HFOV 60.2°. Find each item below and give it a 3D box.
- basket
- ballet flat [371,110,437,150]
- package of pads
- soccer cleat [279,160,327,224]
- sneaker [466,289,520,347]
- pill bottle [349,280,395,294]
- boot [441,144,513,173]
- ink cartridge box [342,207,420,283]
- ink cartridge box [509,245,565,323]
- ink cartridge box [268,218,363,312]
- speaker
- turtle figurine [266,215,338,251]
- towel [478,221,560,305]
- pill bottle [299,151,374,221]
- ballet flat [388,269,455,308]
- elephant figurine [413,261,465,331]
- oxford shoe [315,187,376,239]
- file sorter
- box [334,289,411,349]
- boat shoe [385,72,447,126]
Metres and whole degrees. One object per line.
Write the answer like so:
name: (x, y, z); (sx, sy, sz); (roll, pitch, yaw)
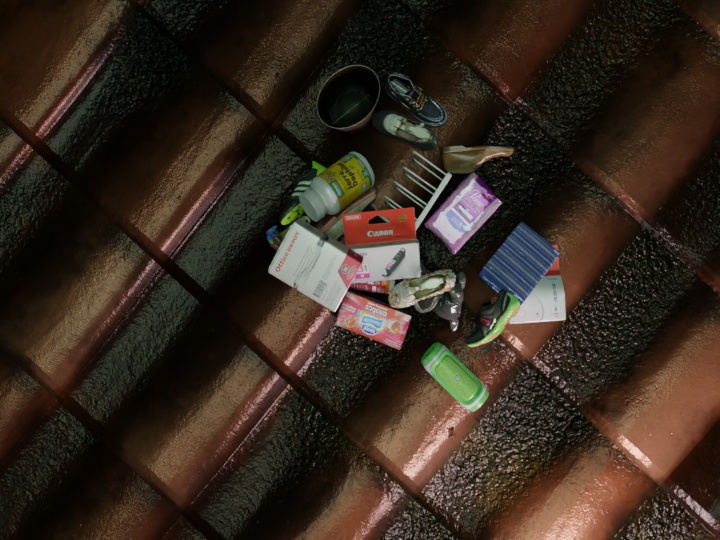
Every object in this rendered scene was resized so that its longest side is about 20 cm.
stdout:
basket: (-0.026, -0.440, 1.652); (0.179, 0.200, 0.137); (-38, 91, 4)
ballet flat: (0.123, -0.394, 1.714); (0.196, 0.073, 0.075); (24, 93, 2)
package of pads: (0.282, -0.157, 1.711); (0.120, 0.076, 0.200); (43, 93, -2)
soccer cleat: (-0.167, -0.216, 1.736); (0.081, 0.068, 0.201); (38, 82, 17)
sneaker: (0.356, 0.133, 1.706); (0.084, 0.076, 0.201); (50, 120, 25)
pill bottle: (0.000, 0.000, 1.712); (0.194, 0.110, 0.113); (7, 92, 2)
boot: (0.323, -0.309, 1.711); (0.195, 0.074, 0.078); (-2, 99, 12)
ink cartridge box: (0.053, -0.064, 1.607); (0.194, 0.044, 0.178); (-5, 109, 6)
ink cartridge box: (0.481, 0.040, 1.723); (0.158, 0.057, 0.206); (-4, 96, 3)
ink cartridge box: (-0.111, -0.015, 1.555); (0.197, 0.084, 0.147); (30, 102, -3)
speaker: (0.261, 0.295, 1.723); (0.200, 0.088, 0.089); (44, 93, 0)
turtle figurine: (-0.146, -0.062, 1.678); (0.191, 0.201, 0.146); (23, 70, 22)
towel: (0.438, -0.015, 1.714); (0.144, 0.024, 0.201); (40, 83, 12)
pill bottle: (-0.066, -0.223, 1.673); (0.199, 0.113, 0.114); (-38, 90, -20)
ballet flat: (0.154, 0.044, 1.623); (0.196, 0.064, 0.077); (-24, 81, 18)
elephant figurine: (0.184, 0.052, 1.704); (0.195, 0.143, 0.158); (9, 60, 5)
oxford shoe: (-0.030, -0.155, 1.740); (0.198, 0.071, 0.074); (-36, 116, 2)
file sorter: (0.140, -0.199, 1.686); (0.123, 0.139, 0.202); (33, 93, 4)
box: (0.035, 0.133, 1.722); (0.196, 0.095, 0.102); (21, 94, 2)
boat shoe: (0.152, -0.465, 1.698); (0.198, 0.091, 0.072); (33, 93, 1)
